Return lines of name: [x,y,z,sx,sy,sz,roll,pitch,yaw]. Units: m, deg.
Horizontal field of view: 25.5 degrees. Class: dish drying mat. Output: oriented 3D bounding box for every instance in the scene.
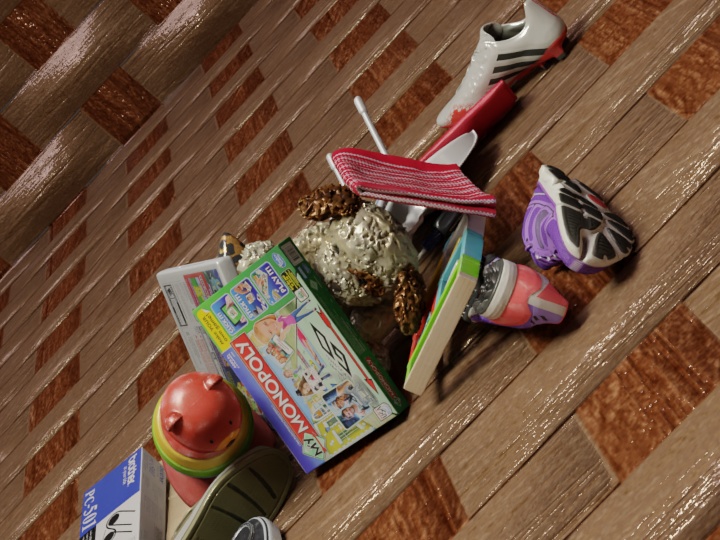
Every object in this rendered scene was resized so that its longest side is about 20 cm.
dish drying mat: [0.102,-0.138,1.838,0.200,0.018,0.077,-43,-18,8]

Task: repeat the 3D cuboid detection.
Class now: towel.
towel: [0.050,-0.090,1.576,0.200,0.144,0.023,-119,38,-75]

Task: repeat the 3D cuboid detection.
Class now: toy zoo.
toy zoo: [0.084,0.019,1.540,0.200,0.020,0.132,-74,8,-65]

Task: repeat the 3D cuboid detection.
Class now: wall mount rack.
wall mount rack: [-0.008,-0.082,1.762,0.200,0.074,0.174,122,166,-55]

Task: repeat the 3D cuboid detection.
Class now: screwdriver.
screwdriver: [0.061,-0.011,1.723,0.200,0.028,0.029,-52,-9,-18]

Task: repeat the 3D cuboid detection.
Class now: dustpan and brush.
dustpan and brush: [0.065,-0.070,1.749,0.140,0.057,0.200,-53,-13,33]

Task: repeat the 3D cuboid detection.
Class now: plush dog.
plush dog: [0.000,0.000,1.581,0.160,0.200,0.172,-41,-4,-31]

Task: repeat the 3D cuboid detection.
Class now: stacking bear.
stacking bear: [-0.159,0.157,1.616,0.121,0.114,0.200,-38,-12,-12]

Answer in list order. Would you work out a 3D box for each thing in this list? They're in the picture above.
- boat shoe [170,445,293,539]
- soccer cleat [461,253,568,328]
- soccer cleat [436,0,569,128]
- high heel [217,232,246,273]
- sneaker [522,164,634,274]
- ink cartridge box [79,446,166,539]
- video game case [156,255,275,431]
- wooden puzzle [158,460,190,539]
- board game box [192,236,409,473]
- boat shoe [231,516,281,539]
boat shoe: [-0.149,0.258,1.606,0.200,0.075,0.068,-51,20,-12]
soccer cleat: [0.138,0.026,1.457,0.200,0.073,0.069,172,119,-87]
soccer cleat: [0.155,-0.243,1.874,0.200,0.085,0.069,-36,19,30]
high heel: [-0.088,0.044,1.726,0.071,0.201,0.142,-25,5,-27]
sneaker: [0.190,-0.029,1.447,0.084,0.080,0.200,-61,9,14]
ink cartridge box: [-0.258,0.283,1.717,0.094,0.044,0.200,-39,23,12]
video game case: [-0.149,0.085,1.767,0.023,0.201,0.182,-26,8,-27]
wooden puzzle: [-0.226,0.283,1.782,0.200,0.046,0.186,-23,32,43]
board game box: [-0.060,0.085,1.558,0.134,0.200,0.029,-36,0,32]
boat shoe: [-0.133,0.302,1.494,0.072,0.068,0.200,-32,25,40]
